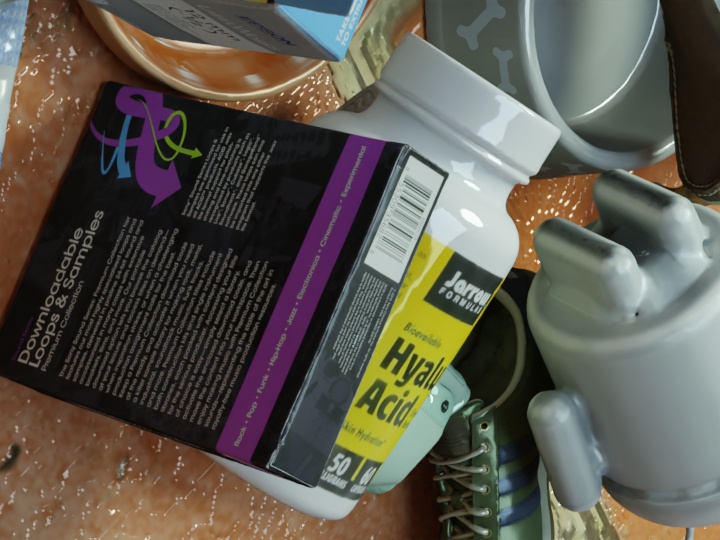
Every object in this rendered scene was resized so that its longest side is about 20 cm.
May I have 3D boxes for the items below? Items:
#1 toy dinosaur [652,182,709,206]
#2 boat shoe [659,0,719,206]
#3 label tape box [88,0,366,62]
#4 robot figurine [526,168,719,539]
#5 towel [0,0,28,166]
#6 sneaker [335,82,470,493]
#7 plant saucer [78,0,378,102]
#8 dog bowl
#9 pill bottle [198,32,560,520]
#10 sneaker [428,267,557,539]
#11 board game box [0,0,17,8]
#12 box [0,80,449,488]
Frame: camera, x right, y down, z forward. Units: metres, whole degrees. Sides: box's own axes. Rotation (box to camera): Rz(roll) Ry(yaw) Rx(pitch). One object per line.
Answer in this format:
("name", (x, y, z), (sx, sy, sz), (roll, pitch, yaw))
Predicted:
("toy dinosaur", (0.225, -0.068, 1.523), (0.106, 0.200, 0.060), (-27, 83, -53))
("boat shoe", (0.170, -0.134, 1.458), (0.075, 0.075, 0.203), (6, 86, -39))
("label tape box", (-0.022, -0.160, 1.173), (0.066, 0.200, 0.143), (29, 80, -40))
("robot figurine", (0.153, 0.046, 1.458), (0.170, 0.113, 0.200), (-36, 125, -16))
("towel", (-0.191, -0.135, 1.224), (0.147, 0.024, 0.200), (8, 94, -45))
("sneaker", (0.012, 0.010, 1.414), (0.118, 0.074, 0.201), (22, 95, -38))
("plant saucer", (-0.058, -0.177, 1.333), (0.200, 0.032, 0.201), (-11, 107, -41))
("dog bowl", (0.123, -0.141, 1.497), (0.200, 0.059, 0.200), (-13, 110, -42))
("pill bottle", (0.000, 0.000, 1.297), (0.111, 0.111, 0.200), (28, 96, -44))
("sneaker", (0.056, 0.092, 1.484), (0.090, 0.067, 0.201), (26, 75, -47))
("board game box", (-0.131, -0.225, 1.217), (0.200, 0.026, 0.200), (-29, 116, -33))
("box", (-0.066, 0.001, 1.253), (0.036, 0.200, 0.143), (31, 80, -44))
